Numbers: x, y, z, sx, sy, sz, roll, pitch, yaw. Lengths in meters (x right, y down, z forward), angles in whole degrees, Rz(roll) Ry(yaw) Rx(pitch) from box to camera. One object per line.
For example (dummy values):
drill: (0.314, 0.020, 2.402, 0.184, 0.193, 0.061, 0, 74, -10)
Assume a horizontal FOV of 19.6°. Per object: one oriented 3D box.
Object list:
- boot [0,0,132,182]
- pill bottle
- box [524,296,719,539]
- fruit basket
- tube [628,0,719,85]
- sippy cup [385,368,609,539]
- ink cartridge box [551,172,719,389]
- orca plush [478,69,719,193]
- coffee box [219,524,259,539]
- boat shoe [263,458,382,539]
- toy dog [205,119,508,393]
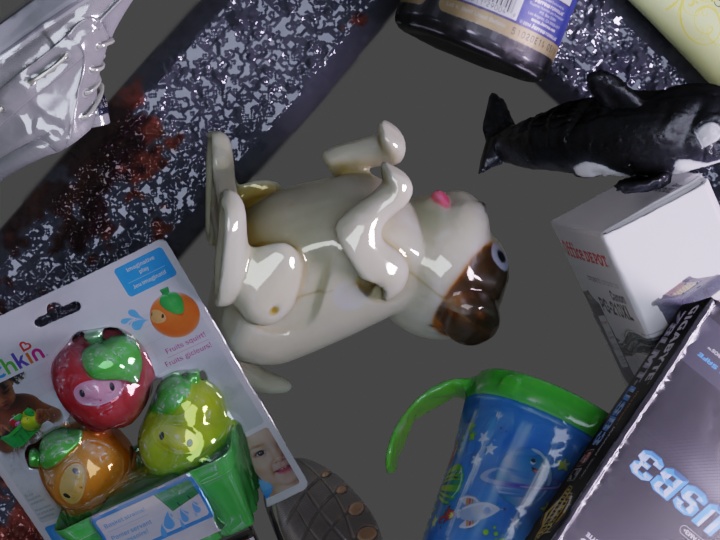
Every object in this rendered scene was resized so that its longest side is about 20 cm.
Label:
boot: (-0.190, -0.141, 1.381, 0.200, 0.074, 0.096, -34, 105, 5)
pill bottle: (0.107, -0.236, 1.386, 0.112, 0.112, 0.200, 22, 92, -9)
box: (0.230, 0.155, 1.298, 0.200, 0.050, 0.199, 41, 71, -10)
fruit basket: (-0.159, 0.102, 1.363, 0.185, 0.094, 0.200, -24, 115, 12)
tube: (0.241, -0.171, 1.445, 0.200, 0.052, 0.058, 49, 49, -5)
sippy cup: (0.109, 0.154, 1.393, 0.140, 0.178, 0.130, 42, 70, -36)
ink cartridge box: (0.218, 0.040, 1.408, 0.084, 0.145, 0.200, -26, 98, -6)
orca plush: (0.163, -0.110, 1.378, 0.105, 0.200, 0.071, -46, 130, -33)
coffee box: (-0.143, 0.259, 1.410, 0.200, 0.080, 0.113, -25, 97, -5)
boat shoe: (-0.017, 0.222, 1.407, 0.074, 0.073, 0.200, -7, 58, -39)
toy dog: (0.000, 0.000, 1.382, 0.200, 0.140, 0.194, -1, 108, -8)
